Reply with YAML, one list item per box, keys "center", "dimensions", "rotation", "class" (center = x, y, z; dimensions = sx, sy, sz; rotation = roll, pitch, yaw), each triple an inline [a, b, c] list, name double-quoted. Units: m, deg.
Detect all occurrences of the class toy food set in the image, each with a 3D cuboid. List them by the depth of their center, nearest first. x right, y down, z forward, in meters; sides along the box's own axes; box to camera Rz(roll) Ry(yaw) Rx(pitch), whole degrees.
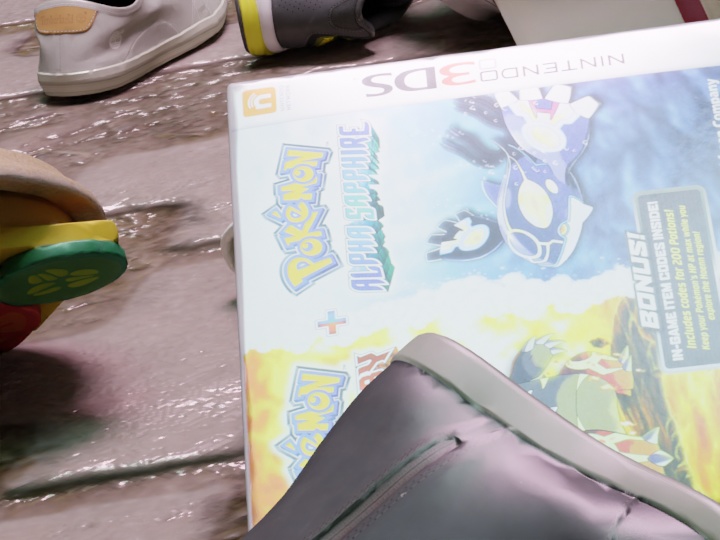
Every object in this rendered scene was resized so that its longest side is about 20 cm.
- center: [-0.192, 0.005, 1.130]
  dimensions: [0.199, 0.049, 0.198]
  rotation: [-4, -19, -27]
  class: "toy food set"

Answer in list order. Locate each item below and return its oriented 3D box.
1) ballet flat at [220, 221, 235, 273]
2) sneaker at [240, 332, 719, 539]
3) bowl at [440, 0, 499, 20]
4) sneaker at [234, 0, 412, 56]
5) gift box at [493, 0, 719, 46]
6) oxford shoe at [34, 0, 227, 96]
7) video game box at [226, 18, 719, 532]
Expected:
- center: [0.000, 0.000, 1.162]
  dimensions: [0.069, 0.070, 0.200]
  rotation: [-15, 15, -21]
  class: "ballet flat"
- center: [0.050, 0.105, 0.809]
  dimensions: [0.106, 0.075, 0.200]
  rotation: [-45, 46, -14]
  class: "sneaker"
- center: [0.069, -0.200, 1.624]
  dimensions: [0.094, 0.201, 0.201]
  rotation: [-45, 5, 21]
  class: "bowl"
- center: [0.001, -0.169, 1.678]
  dimensions: [0.084, 0.075, 0.200]
  rotation: [6, 30, 22]
  class: "sneaker"
- center: [0.139, -0.070, 1.111]
  dimensions: [0.200, 0.187, 0.185]
  rotation: [-25, 16, 12]
  class: "gift box"
- center: [-0.128, -0.149, 1.677]
  dimensions: [0.075, 0.058, 0.200]
  rotation: [-4, 16, 21]
  class: "oxford shoe"
- center: [0.051, 0.013, 0.948]
  dimensions: [0.182, 0.047, 0.200]
  rotation: [-9, 51, 5]
  class: "video game box"
